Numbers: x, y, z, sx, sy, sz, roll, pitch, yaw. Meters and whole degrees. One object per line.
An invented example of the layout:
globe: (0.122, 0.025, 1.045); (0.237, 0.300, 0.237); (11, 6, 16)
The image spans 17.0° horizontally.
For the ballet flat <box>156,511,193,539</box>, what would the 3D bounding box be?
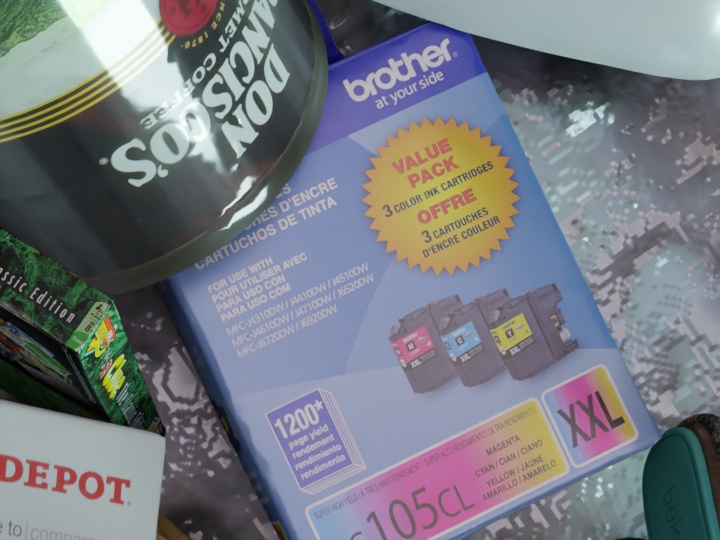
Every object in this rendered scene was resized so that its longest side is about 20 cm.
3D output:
ballet flat: (-0.056, 0.127, 0.795); (0.200, 0.063, 0.069); (28, 101, 34)

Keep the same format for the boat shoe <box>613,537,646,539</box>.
boat shoe: (0.140, 0.182, 0.853); (0.084, 0.069, 0.200); (-33, 88, -9)

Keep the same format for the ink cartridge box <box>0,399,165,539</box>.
ink cartridge box: (-0.145, 0.134, 0.717); (0.146, 0.083, 0.201); (17, 73, -44)

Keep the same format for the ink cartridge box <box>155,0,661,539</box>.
ink cartridge box: (0.000, 0.000, 0.856); (0.136, 0.076, 0.201); (-25, 86, -8)

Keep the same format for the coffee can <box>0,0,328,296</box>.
coffee can: (-0.112, -0.106, 0.745); (0.146, 0.200, 0.147); (-12, 53, 16)

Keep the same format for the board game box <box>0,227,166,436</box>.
board game box: (-0.116, 0.014, 0.770); (0.105, 0.200, 0.024); (30, 77, 7)

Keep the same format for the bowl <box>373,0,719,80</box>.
bowl: (0.067, -0.181, 0.849); (0.199, 0.075, 0.200); (15, 59, -4)

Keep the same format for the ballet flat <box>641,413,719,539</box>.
ballet flat: (0.135, 0.141, 0.802); (0.075, 0.068, 0.201); (17, 54, -19)
